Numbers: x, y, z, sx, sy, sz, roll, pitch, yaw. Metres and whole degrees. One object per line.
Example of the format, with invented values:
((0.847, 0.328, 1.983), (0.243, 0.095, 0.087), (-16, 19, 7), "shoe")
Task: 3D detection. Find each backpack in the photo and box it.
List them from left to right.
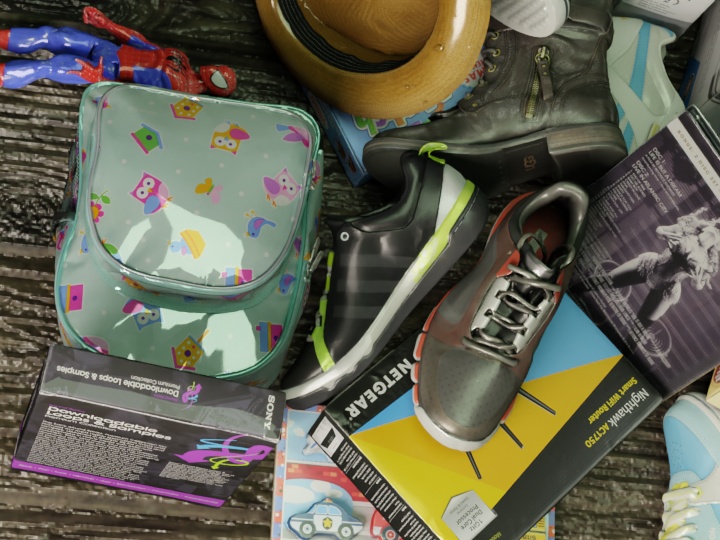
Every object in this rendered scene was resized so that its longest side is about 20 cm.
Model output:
((-0.113, -0.015, 1.278), (0.174, 0.153, 0.202), (9, 77, -8), "backpack")

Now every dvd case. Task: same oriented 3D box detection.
((0.202, 0.000, 1.338), (0.016, 0.200, 0.149), (-29, 82, -43), "dvd case")

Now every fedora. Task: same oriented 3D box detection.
((0.018, -0.200, 1.334), (0.082, 0.200, 0.201), (-28, 82, -48), "fedora")

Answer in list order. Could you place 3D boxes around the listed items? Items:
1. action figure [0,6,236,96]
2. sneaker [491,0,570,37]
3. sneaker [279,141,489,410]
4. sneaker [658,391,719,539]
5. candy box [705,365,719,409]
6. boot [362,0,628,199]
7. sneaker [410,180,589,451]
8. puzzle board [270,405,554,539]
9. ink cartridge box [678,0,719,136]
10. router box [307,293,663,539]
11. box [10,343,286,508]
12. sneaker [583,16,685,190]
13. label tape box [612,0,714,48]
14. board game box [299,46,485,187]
((-0.182, -0.144, 1.350), (0.198, 0.052, 0.066), (10, 46, -14), "action figure")
((0.086, -0.243, 1.372), (0.079, 0.079, 0.200), (-36, 61, -22), "sneaker")
((0.000, 0.000, 1.321), (0.083, 0.072, 0.200), (40, 94, -7), "sneaker")
((0.217, 0.189, 1.346), (0.130, 0.080, 0.202), (-13, 77, -19), "sneaker")
((0.325, 0.027, 1.384), (0.115, 0.055, 0.201), (28, 60, -8), "candy box")
((0.096, -0.140, 1.384), (0.198, 0.069, 0.175), (-3, 62, -2), "boot")
((0.094, 0.020, 1.291), (0.077, 0.082, 0.201), (26, 66, -4), "sneaker")
((0.038, 0.172, 1.337), (0.198, 0.017, 0.152), (6, 72, -13), "puzzle board")
((0.304, -0.171, 1.410), (0.085, 0.200, 0.147), (23, 70, -7), "ink cartridge box")
((0.086, 0.098, 1.334), (0.200, 0.051, 0.149), (-39, 81, -29), "router box")
((-0.134, 0.099, 1.213), (0.142, 0.200, 0.036), (12, 71, -11), "box")
((0.192, -0.090, 1.420), (0.080, 0.077, 0.202), (2, 73, -5), "sneaker")
((0.243, -0.266, 1.421), (0.066, 0.200, 0.144), (17, 70, -11), "label tape box")
((0.016, -0.180, 1.423), (0.150, 0.037, 0.201), (-24, 81, -20), "board game box")
